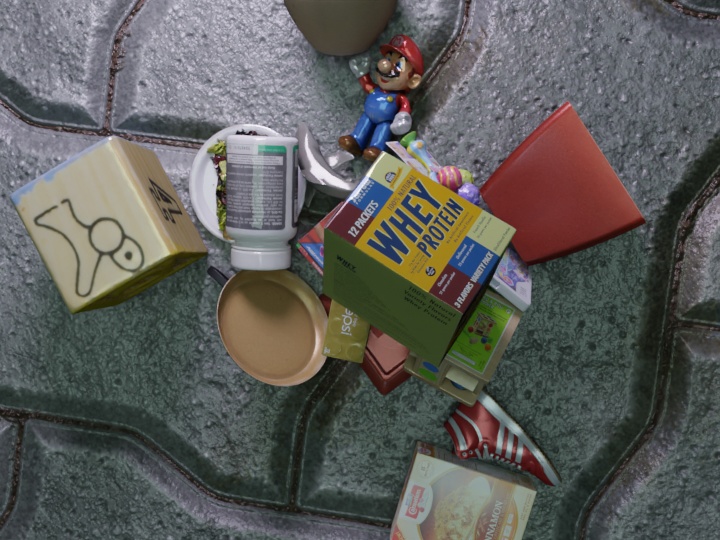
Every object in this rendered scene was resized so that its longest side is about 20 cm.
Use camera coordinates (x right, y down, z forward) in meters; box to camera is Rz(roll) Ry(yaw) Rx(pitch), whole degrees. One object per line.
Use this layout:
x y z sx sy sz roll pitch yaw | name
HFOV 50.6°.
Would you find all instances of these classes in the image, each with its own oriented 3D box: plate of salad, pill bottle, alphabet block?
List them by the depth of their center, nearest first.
-0.153 -0.107 1.181 0.112 0.113 0.202 3 99 4 | pill bottle
-0.386 -0.069 1.197 0.194 0.196 0.201 -28 90 6 | alphabet block
-0.188 -0.141 1.254 0.198 0.048 0.202 0 92 5 | plate of salad

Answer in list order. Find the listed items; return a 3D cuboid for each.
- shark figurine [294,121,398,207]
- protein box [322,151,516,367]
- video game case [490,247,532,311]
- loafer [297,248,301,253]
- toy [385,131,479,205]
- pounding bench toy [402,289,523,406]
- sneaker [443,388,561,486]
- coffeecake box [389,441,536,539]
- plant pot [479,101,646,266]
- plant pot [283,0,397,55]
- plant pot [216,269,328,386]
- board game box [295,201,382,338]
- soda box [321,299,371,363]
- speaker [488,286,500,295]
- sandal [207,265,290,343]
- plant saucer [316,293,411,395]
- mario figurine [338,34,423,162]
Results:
-0.045 -0.146 1.180 0.213 0.089 0.129 24 102 32 | shark figurine
0.067 -0.009 0.993 0.198 0.200 0.135 32 68 11 | protein box
0.171 -0.036 1.121 0.199 0.143 0.018 39 116 -5 | video game case
-0.006 -0.073 1.239 0.199 0.073 0.071 -35 99 10 | loafer
0.137 -0.140 1.163 0.200 0.115 0.047 47 118 16 | toy
0.116 0.091 1.147 0.199 0.156 0.125 28 67 9 | pounding bench toy
0.222 0.294 1.229 0.112 0.071 0.200 -44 81 0 | sneaker
0.164 0.387 1.235 0.198 0.073 0.155 17 94 4 | coffeecake box
0.291 -0.117 1.159 0.175 0.200 0.201 -33 90 15 | plant pot
-0.029 -0.414 1.180 0.198 0.201 0.135 0 125 4 | plant pot
-0.138 0.088 1.195 0.201 0.200 0.027 54 138 0 | plant pot
0.000 0.000 1.207 0.103 0.019 0.200 -41 97 9 | board game box
-0.007 0.035 1.172 0.067 0.064 0.202 12 103 1 | soda box
0.164 -0.031 1.216 0.088 0.088 0.200 -44 88 4 | speaker
-0.169 0.055 1.249 0.045 0.075 0.200 -45 86 -5 | sandal
0.057 0.072 1.251 0.199 0.037 0.201 -37 90 4 | plant saucer
0.029 -0.278 1.204 0.122 0.106 0.202 21 97 -10 | mario figurine
